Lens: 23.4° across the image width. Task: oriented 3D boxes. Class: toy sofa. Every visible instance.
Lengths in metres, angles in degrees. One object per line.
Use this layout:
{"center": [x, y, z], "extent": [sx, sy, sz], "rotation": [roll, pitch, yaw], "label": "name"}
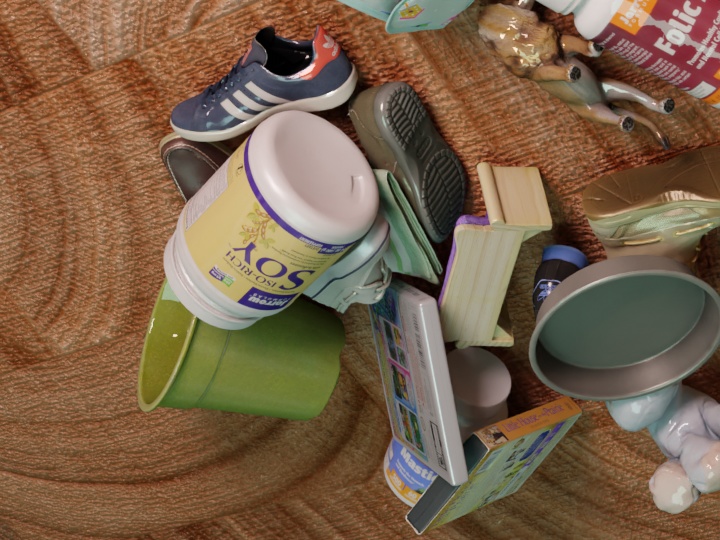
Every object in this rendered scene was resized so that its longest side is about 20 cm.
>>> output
{"center": [0.124, -0.013, 1.782], "extent": [0.097, 0.083, 0.201], "rotation": [1, 138, -9], "label": "toy sofa"}

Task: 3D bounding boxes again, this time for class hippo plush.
{"center": [0.348, 0.141, 1.861], "extent": [0.159, 0.200, 0.161], "rotation": [-38, 89, 22], "label": "hippo plush"}

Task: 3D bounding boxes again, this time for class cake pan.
{"center": [0.263, 0.055, 1.731], "extent": [0.199, 0.037, 0.201], "rotation": [-5, 139, -4], "label": "cake pan"}

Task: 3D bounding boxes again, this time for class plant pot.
{"center": [-0.123, 0.083, 1.922], "extent": [0.189, 0.201, 0.200], "rotation": [17, 139, -18], "label": "plant pot"}

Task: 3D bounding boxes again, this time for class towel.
{"center": [-0.019, -0.052, 1.798], "extent": [0.199, 0.023, 0.153], "rotation": [10, 141, 41], "label": "towel"}

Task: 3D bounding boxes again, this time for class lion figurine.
{"center": [0.196, -0.178, 1.610], "extent": [0.200, 0.073, 0.122], "rotation": [43, 166, -34], "label": "lion figurine"}

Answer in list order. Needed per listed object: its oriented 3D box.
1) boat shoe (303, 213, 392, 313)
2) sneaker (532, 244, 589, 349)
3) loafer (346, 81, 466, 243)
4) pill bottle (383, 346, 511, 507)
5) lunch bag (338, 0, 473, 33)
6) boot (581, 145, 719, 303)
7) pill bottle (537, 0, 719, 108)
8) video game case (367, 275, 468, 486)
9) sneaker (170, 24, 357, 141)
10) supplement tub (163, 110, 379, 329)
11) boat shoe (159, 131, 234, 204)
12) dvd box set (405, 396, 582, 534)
{"center": [0.000, 0.000, 1.765], "extent": [0.070, 0.071, 0.200], "rotation": [34, 154, -8], "label": "boat shoe"}
{"center": [0.222, 0.057, 1.821], "extent": [0.070, 0.078, 0.200], "rotation": [3, 148, 29], "label": "sneaker"}
{"center": [0.046, -0.112, 1.741], "extent": [0.069, 0.075, 0.201], "rotation": [14, 142, 39], "label": "loafer"}
{"center": [0.102, 0.178, 1.980], "extent": [0.111, 0.112, 0.200], "rotation": [19, 138, -2], "label": "pill bottle"}
{"center": [0.049, -0.300, 1.503], "extent": [0.199, 0.122, 0.170], "rotation": [27, 133, -27], "label": "lunch bag"}
{"center": [0.330, -0.040, 1.713], "extent": [0.199, 0.073, 0.156], "rotation": [-12, 138, 12], "label": "boot"}
{"center": [0.256, -0.233, 1.505], "extent": [0.199, 0.115, 0.114], "rotation": [26, 137, -10], "label": "pill bottle"}
{"center": [0.057, 0.108, 1.842], "extent": [0.024, 0.182, 0.201], "rotation": [-15, 105, -15], "label": "video game case"}
{"center": [-0.106, -0.190, 1.701], "extent": [0.199, 0.075, 0.085], "rotation": [-16, 130, 18], "label": "sneaker"}
{"center": [-0.091, -0.045, 1.704], "extent": [0.145, 0.146, 0.200], "rotation": [33, 131, -16], "label": "supplement tub"}
{"center": [-0.143, -0.062, 1.833], "extent": [0.072, 0.072, 0.200], "rotation": [-21, 127, 20], "label": "boat shoe"}
{"center": [0.150, 0.215, 1.935], "extent": [0.029, 0.200, 0.147], "rotation": [48, 123, 21], "label": "dvd box set"}
